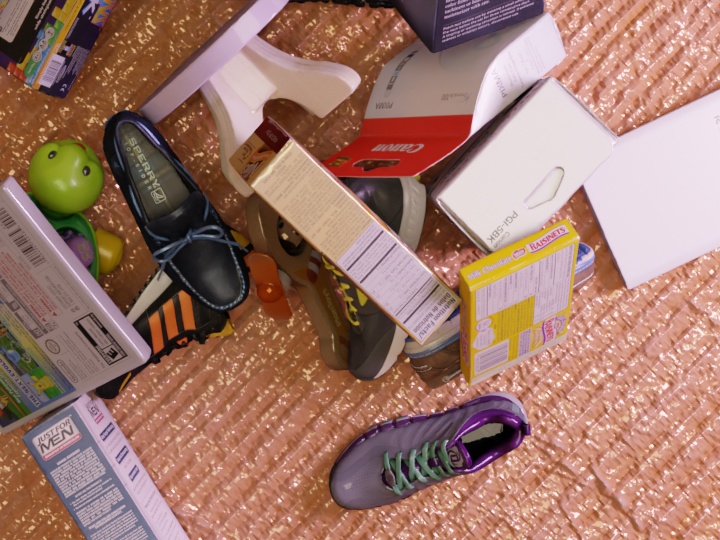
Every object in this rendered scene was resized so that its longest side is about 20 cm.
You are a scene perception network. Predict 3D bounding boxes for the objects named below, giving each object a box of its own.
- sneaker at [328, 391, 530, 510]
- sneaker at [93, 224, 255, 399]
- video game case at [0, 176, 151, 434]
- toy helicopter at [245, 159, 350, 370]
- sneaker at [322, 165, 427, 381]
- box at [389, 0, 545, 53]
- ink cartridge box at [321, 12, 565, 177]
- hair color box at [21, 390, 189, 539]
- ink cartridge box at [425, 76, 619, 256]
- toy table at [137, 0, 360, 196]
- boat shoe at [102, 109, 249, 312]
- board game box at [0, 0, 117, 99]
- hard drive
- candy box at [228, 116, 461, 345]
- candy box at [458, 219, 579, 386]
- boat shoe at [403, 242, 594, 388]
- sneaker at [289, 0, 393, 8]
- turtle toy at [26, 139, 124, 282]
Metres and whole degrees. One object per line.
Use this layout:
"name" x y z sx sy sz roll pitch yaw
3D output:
"sneaker" 0.061 0.167 1.538 0.198 0.088 0.075 -25 95 1
"sneaker" -0.165 0.048 1.533 0.090 0.070 0.201 35 91 0
"video game case" -0.309 0.035 1.463 0.181 0.022 0.201 -26 113 27
"toy helicopter" -0.050 0.008 1.513 0.078 0.132 0.202 -9 116 33
"sneaker" 0.000 0.000 1.496 0.084 0.074 0.202 1 104 -25
"box" 0.062 -0.328 1.373 0.122 0.200 0.201 -22 54 -20
"ink cartridge box" 0.057 -0.150 1.438 0.200 0.159 0.048 -39 114 -28
"hair color box" -0.225 0.212 1.531 0.060 0.100 0.201 -31 94 3
"ink cartridge box" 0.135 -0.090 1.462 0.083 0.200 0.147 44 92 -4
"toy table" -0.096 -0.158 1.476 0.117 0.200 0.184 45 56 -11
"boat shoe" -0.169 -0.046 1.468 0.084 0.069 0.201 -39 96 -5
"board game box" -0.284 -0.279 1.475 0.165 0.057 0.201 34 99 25
"hard drive" 0.311 -0.085 1.552 0.198 0.026 0.133 -25 95 1
"candy box" -0.014 -0.034 1.380 0.200 0.115 0.055 42 92 -19
"candy box" 0.132 0.031 1.422 0.101 0.201 0.027 -27 65 -10
"boat shoe" 0.132 0.041 1.544 0.198 0.072 0.073 -26 114 -3
"sneaker" -0.013 -0.286 1.506 0.197 0.078 0.092 5 92 -1
"turtle toy" -0.291 -0.024 1.510 0.144 0.101 0.202 24 94 -3
